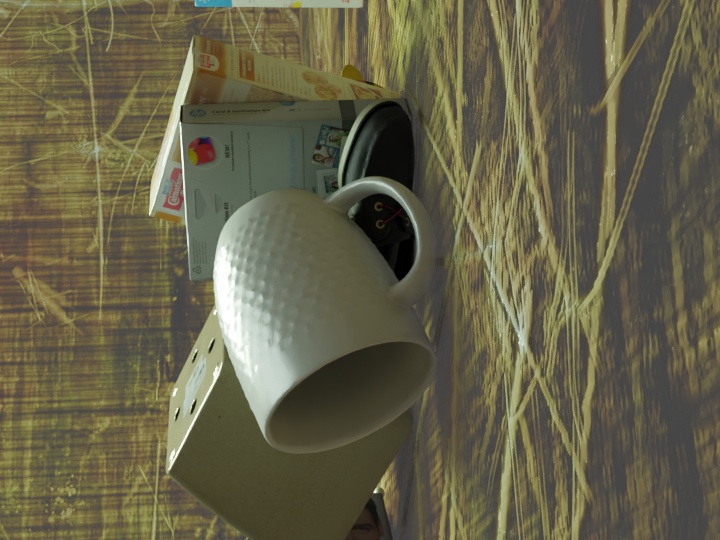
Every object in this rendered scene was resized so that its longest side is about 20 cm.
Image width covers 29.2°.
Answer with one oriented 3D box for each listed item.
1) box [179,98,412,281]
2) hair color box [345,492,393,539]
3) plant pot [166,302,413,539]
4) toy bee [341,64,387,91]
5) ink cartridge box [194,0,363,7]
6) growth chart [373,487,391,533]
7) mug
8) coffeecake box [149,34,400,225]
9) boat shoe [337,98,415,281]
[{"bbox_3d":[-0.056,-0.070,1.218,0.041,0.197,0.158,-104,12,-59],"label":"box"},{"bbox_3d":[-0.015,0.303,1.360,0.201,0.098,0.061,-106,23,-59],"label":"hair color box"},{"bbox_3d":[-0.080,0.133,1.325,0.201,0.175,0.201,-60,18,25],"label":"plant pot"},{"bbox_3d":[-0.012,-0.142,1.408,0.199,0.108,0.133,12,97,60],"label":"toy bee"},{"bbox_3d":[-0.090,-0.390,1.546,0.147,0.197,0.147,103,167,-73],"label":"ink cartridge box"},{"bbox_3d":[0.027,0.333,1.466,0.146,0.017,0.202,94,172,-46],"label":"growth chart"},{"bbox_3d":[-0.022,0.014,1.084,0.147,0.200,0.176,19,-143,-51],"label":"mug"},{"bbox_3d":[-0.078,-0.107,1.260,0.073,0.198,0.155,-100,27,-56],"label":"coffeecake box"},{"bbox_3d":[0.019,-0.044,1.170,0.063,0.073,0.204,39,130,46],"label":"boat shoe"}]
